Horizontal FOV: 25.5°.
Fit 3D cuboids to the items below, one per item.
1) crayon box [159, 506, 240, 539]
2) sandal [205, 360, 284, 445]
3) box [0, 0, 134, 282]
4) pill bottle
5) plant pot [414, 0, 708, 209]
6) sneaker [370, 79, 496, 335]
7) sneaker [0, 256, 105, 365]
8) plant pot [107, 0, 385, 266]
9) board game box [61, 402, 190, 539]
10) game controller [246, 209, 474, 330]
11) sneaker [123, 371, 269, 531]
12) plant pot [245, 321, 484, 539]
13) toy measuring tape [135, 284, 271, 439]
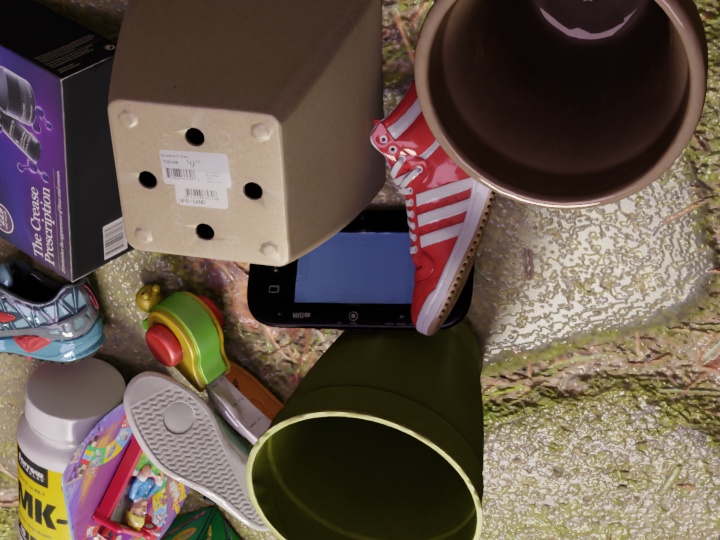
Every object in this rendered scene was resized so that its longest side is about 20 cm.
[{"bbox_3d":[-0.207,0.331,1.676,0.200,0.058,0.119,-21,116,29],"label":"crayon box"},{"bbox_3d":[-0.058,0.154,1.490,0.207,0.079,0.059,43,128,-12],"label":"sandal"},{"bbox_3d":[-0.266,-0.112,1.338,0.141,0.079,0.200,31,134,31],"label":"box"},{"bbox_3d":[-0.281,0.189,1.564,0.114,0.114,0.200,13,127,8],"label":"pill bottle"},{"bbox_3d":[0.152,-0.172,1.131,0.200,0.175,0.200,9,127,12],"label":"plant pot"},{"bbox_3d":[0.048,-0.055,1.282,0.112,0.071,0.200,19,96,6],"label":"sneaker"},{"bbox_3d":[-0.340,0.027,1.502,0.200,0.079,0.096,3,116,5],"label":"sneaker"},{"bbox_3d":[-0.099,-0.111,1.253,0.199,0.177,0.200,7,127,13],"label":"plant pot"},{"bbox_3d":[-0.209,0.214,1.529,0.039,0.158,0.200,25,132,31],"label":"board game box"},{"bbox_3d":[0.000,0.000,1.355,0.200,0.104,0.042,0,156,17],"label":"game controller"},{"bbox_3d":[-0.161,0.164,1.504,0.074,0.118,0.200,-47,112,-10],"label":"sneaker"},{"bbox_3d":[0.025,0.131,1.370,0.200,0.193,0.201,9,130,11],"label":"plant pot"},{"bbox_3d":[-0.134,0.080,1.443,0.200,0.074,0.074,44,129,16],"label":"toy measuring tape"}]
